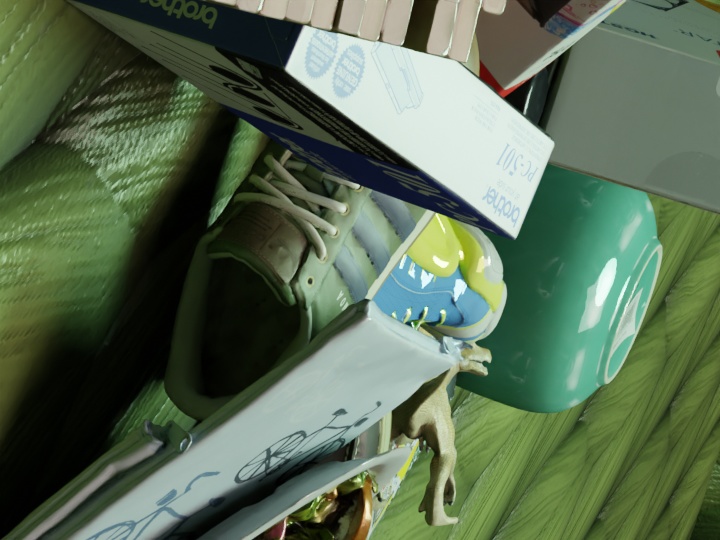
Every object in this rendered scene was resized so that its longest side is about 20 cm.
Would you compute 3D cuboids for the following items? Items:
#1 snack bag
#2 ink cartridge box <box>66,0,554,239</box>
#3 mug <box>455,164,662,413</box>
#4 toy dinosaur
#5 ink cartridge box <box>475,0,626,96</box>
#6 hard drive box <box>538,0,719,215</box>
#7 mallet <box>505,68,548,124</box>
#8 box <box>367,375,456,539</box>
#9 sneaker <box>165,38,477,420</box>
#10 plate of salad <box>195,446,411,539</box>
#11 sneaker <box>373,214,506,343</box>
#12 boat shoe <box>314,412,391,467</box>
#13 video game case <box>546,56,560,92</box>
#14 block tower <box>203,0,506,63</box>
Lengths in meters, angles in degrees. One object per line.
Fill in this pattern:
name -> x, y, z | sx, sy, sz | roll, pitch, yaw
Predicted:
snack bag -> -0.055, 0.075, 1.114 | 0.200, 0.021, 0.189 | -37, 166, 7
ink cartridge box -> -0.012, -0.069, 0.999 | 0.200, 0.094, 0.044 | 31, 81, -60
mug -> 0.113, -0.009, 1.637 | 0.186, 0.114, 0.152 | -65, 166, -13
toy dinosaur -> 0.028, 0.075, 1.441 | 0.200, 0.058, 0.102 | -27, 124, -80
ink cartridge box -> 0.088, -0.139, 1.249 | 0.200, 0.067, 0.116 | -39, 179, 26
hard drive box -> 0.171, -0.095, 1.508 | 0.200, 0.155, 0.077 | -92, -161, -73
mallet -> 0.053, -0.157, 1.363 | 0.041, 0.066, 0.201 | -53, 145, -50
box -> 0.013, 0.048, 1.500 | 0.201, 0.038, 0.137 | 95, 22, -50
sneaker -> -0.020, -0.019, 1.143 | 0.201, 0.067, 0.090 | -63, 164, 21
plate of salad -> -0.054, 0.142, 1.204 | 0.200, 0.048, 0.200 | -34, 171, -6
sneaker -> 0.000, 0.000, 1.291 | 0.105, 0.076, 0.200 | -55, 145, -18
boat shoe -> -0.039, 0.120, 1.339 | 0.066, 0.071, 0.202 | -52, 164, -64
video game case -> 0.102, -0.154, 1.477 | 0.143, 0.019, 0.201 | -87, -165, -70
block tower -> -0.039, -0.104, 0.821 | 0.199, 0.058, 0.054 | 9, 96, -44
